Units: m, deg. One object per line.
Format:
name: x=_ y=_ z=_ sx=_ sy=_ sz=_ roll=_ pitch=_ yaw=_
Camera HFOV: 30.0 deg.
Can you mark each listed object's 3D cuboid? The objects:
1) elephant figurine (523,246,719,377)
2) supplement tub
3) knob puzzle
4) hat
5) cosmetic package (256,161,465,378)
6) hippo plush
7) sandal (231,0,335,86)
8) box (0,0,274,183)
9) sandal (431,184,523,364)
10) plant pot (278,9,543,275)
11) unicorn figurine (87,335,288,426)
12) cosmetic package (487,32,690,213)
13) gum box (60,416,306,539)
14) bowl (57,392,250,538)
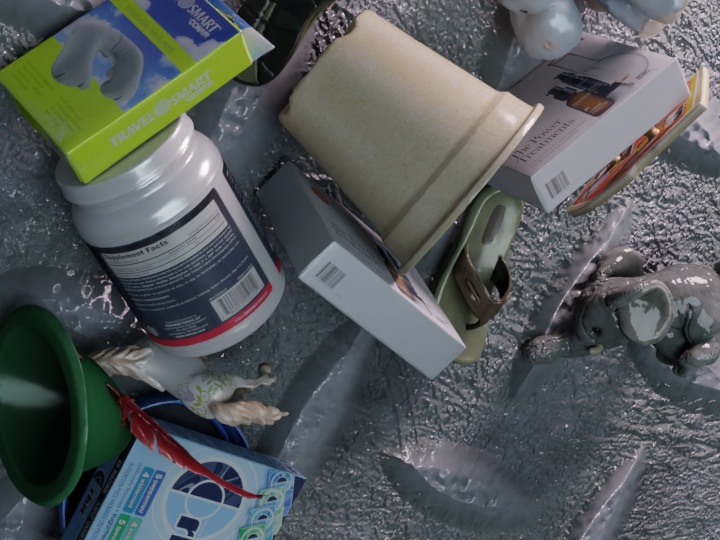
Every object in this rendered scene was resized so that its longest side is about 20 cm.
elephant figurine: x=0.310 y=0.044 z=1.532 sx=0.200 sy=0.141 sz=0.155 roll=15 pitch=72 yaw=-20
supplement tub: x=-0.166 y=-0.035 z=1.186 sx=0.140 sy=0.140 sz=0.200 roll=-37 pitch=124 yaw=-14
knob puzzle: x=0.286 y=-0.133 z=1.424 sx=0.030 sy=0.220 sz=0.220 roll=43 pitch=83 yaw=-4
hat: x=-0.217 y=0.124 z=1.212 sx=0.176 sy=0.166 sz=0.200 roll=-4 pitch=82 yaw=-42
cosmetic package: x=0.000 y=0.000 z=1.286 sx=0.052 sy=0.151 sz=0.200 roll=-45 pitch=127 yaw=9
hippo plush: x=0.218 y=-0.289 z=1.309 sx=0.161 sy=0.159 sz=0.200 roll=-33 pitch=124 yaw=-17
sandal: x=-0.056 y=-0.256 z=1.218 sx=0.080 sy=0.057 sz=0.201 roll=42 pitch=103 yaw=-6
box: x=-0.188 y=-0.174 z=1.125 sx=0.200 sy=0.122 sz=0.048 roll=-38 pitch=149 yaw=-13
sandal: x=0.128 y=0.006 z=1.427 sx=0.080 sy=0.057 sz=0.201 roll=7 pitch=105 yaw=-33
plant pot: x=0.033 y=-0.130 z=1.229 sx=0.183 sy=0.200 sz=0.200 roll=39 pitch=85 yaw=0
unicorn figurine: x=-0.174 y=0.095 z=1.252 sx=0.137 sy=0.200 sz=0.074 roll=-16 pitch=115 yaw=-56
cosmetic package: x=0.209 y=-0.155 z=1.363 sx=0.200 sy=0.151 sz=0.052 roll=-39 pitch=122 yaw=-13
gum box: x=-0.175 y=0.242 z=1.304 sx=0.200 sy=0.045 sz=0.170 roll=24 pitch=95 yaw=-35
bowl: x=-0.204 y=0.213 z=1.326 sx=0.200 sy=0.039 sz=0.201 roll=-12 pitch=115 yaw=-28
